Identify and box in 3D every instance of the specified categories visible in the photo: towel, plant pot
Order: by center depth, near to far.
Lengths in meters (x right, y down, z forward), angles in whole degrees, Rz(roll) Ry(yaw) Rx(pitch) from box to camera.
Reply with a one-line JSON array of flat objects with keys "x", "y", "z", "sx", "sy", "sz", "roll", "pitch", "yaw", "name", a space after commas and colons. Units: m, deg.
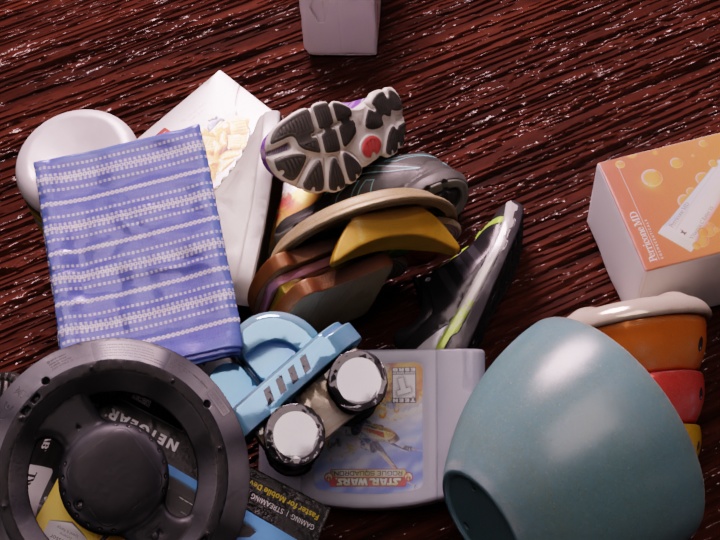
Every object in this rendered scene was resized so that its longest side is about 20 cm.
[{"x": 0.141, "y": 0.158, "z": 0.884, "sx": 0.134, "sy": 0.202, "sz": 0.200, "roll": -29, "pitch": 59, "yaw": -24, "name": "plant pot"}, {"x": -0.177, "y": -0.012, "z": 0.911, "sx": 0.142, "sy": 0.024, "sz": 0.203, "roll": -13, "pitch": 70, "yaw": -2, "name": "towel"}]

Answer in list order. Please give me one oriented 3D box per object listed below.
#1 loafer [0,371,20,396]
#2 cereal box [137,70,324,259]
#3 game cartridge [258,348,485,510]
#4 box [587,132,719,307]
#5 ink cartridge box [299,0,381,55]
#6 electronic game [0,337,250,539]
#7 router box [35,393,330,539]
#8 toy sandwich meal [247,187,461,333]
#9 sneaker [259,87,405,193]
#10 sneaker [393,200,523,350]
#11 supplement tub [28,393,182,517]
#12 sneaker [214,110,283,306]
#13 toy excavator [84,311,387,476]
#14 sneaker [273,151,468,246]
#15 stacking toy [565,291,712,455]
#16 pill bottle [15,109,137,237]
[{"x": -0.359, "y": 0.154, "z": 1.014, "sx": 0.197, "sy": 0.072, "sz": 0.074, "roll": -18, "pitch": 51, "yaw": 17, "name": "loafer"}, {"x": -0.126, "y": -0.101, "z": 1.174, "sx": 0.199, "sy": 0.040, "sz": 0.144, "roll": 38, "pitch": 69, "yaw": 24, "name": "cereal box"}, {"x": 0.009, "y": 0.136, "z": 0.992, "sx": 0.196, "sy": 0.042, "sz": 0.136, "roll": -2, "pitch": 73, "yaw": 9, "name": "game cartridge"}, {"x": 0.326, "y": -0.046, "z": 1.068, "sx": 0.196, "sy": 0.098, "sz": 0.126, "roll": -14, "pitch": 58, "yaw": -4, "name": "box"}, {"x": -0.017, "y": -0.359, "z": 1.264, "sx": 0.084, "sy": 0.147, "sz": 0.203, "roll": 2, "pitch": 58, "yaw": 3, "name": "ink cartridge box"}, {"x": -0.177, "y": 0.149, "z": 0.834, "sx": 0.196, "sy": 0.042, "sz": 0.204, "roll": 3, "pitch": 76, "yaw": -13, "name": "electronic game"}, {"x": -0.141, "y": 0.206, "z": 0.875, "sx": 0.198, "sy": 0.051, "sz": 0.151, "roll": 27, "pitch": 62, "yaw": -4, "name": "router box"}, {"x": 0.000, "y": 0.000, "z": 1.017, "sx": 0.202, "sy": 0.206, "sz": 0.071, "roll": -18, "pitch": 70, "yaw": -7, "name": "toy sandwich meal"}, {"x": -0.033, "y": -0.119, "z": 1.101, "sx": 0.082, "sy": 0.082, "sz": 0.199, "roll": -7, "pitch": 11, "yaw": 35, "name": "sneaker"}, {"x": 0.089, "y": 0.008, "z": 1.069, "sx": 0.082, "sy": 0.072, "sz": 0.202, "roll": 20, "pitch": 62, "yaw": 18, "name": "sneaker"}, {"x": -0.225, "y": 0.163, "z": 0.967, "sx": 0.120, "sy": 0.123, "sz": 0.202, "roll": 12, "pitch": 59, "yaw": 12, "name": "supplement tub"}, {"x": -0.120, "y": -0.067, "z": 1.086, "sx": 0.083, "sy": 0.073, "sz": 0.203, "roll": 7, "pitch": 62, "yaw": 6, "name": "sneaker"}, {"x": -0.102, "y": 0.079, "z": 0.930, "sx": 0.194, "sy": 0.100, "sz": 0.201, "roll": -39, "pitch": 82, "yaw": -12, "name": "toy excavator"}, {"x": 0.005, "y": -0.061, "z": 1.131, "sx": 0.197, "sy": 0.076, "sz": 0.080, "roll": -18, "pitch": 45, "yaw": -15, "name": "sneaker"}, {"x": 0.239, "y": 0.130, "z": 0.971, "sx": 0.143, "sy": 0.146, "sz": 0.204, "roll": -9, "pitch": 76, "yaw": -1, "name": "stacking toy"}, {"x": -0.232, "y": -0.043, "z": 1.051, "sx": 0.107, "sy": 0.201, "sz": 0.111, "roll": -2, "pitch": 57, "yaw": 3, "name": "pill bottle"}]
